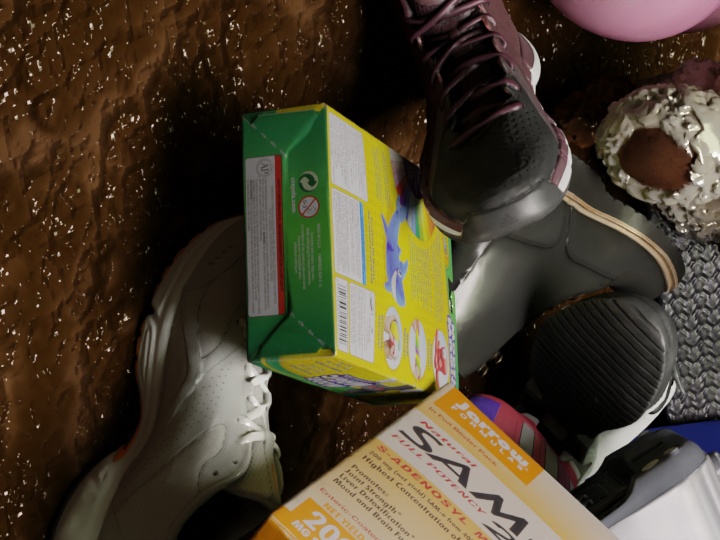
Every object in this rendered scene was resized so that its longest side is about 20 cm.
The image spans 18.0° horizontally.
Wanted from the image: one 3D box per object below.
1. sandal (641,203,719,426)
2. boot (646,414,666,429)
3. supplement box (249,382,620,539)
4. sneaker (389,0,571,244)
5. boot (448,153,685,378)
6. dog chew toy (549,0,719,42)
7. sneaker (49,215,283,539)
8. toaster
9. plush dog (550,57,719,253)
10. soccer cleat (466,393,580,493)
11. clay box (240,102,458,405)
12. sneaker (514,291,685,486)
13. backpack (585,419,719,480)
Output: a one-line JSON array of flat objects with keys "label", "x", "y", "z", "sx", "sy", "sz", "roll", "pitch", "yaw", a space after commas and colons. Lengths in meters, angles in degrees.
[{"label": "sandal", "x": 0.204, "y": 0.005, "z": 1.402, "sx": 0.075, "sy": 0.045, "sz": 0.202, "roll": -5, "pitch": 107, "yaw": -13}, {"label": "boot", "x": 0.228, "y": 0.186, "z": 1.479, "sx": 0.189, "sy": 0.068, "sz": 0.200, "roll": -57, "pitch": 136, "yaw": -16}, {"label": "supplement box", "x": 0.028, "y": 0.141, "z": 1.025, "sx": 0.074, "sy": 0.126, "sz": 0.200, "roll": -52, "pitch": 170, "yaw": 26}, {"label": "sneaker", "x": 0.043, "y": -0.102, "z": 1.102, "sx": 0.200, "sy": 0.075, "sz": 0.116, "roll": -98, "pitch": 161, "yaw": -60}, {"label": "boot", "x": 0.094, "y": 0.012, "z": 1.263, "sx": 0.200, "sy": 0.077, "sz": 0.139, "roll": 32, "pitch": 86, "yaw": -48}, {"label": "dog chew toy", "x": 0.173, "y": -0.186, "z": 1.255, "sx": 0.200, "sy": 0.124, "sz": 0.126, "roll": -3, "pitch": 104, "yaw": -60}, {"label": "sneaker", "x": -0.062, "y": 0.072, "z": 1.047, "sx": 0.076, "sy": 0.092, "sz": 0.201, "roll": 35, "pitch": 72, "yaw": -50}, {"label": "toaster", "x": 0.122, "y": 0.182, "z": 1.178, "sx": 0.199, "sy": 0.114, "sz": 0.130, "roll": -31, "pitch": 92, "yaw": -3}, {"label": "plush dog", "x": 0.207, "y": -0.071, "z": 1.275, "sx": 0.200, "sy": 0.171, "sz": 0.161, "roll": 37, "pitch": 72, "yaw": -24}, {"label": "soccer cleat", "x": 0.095, "y": 0.166, "z": 1.256, "sx": 0.076, "sy": 0.067, "sz": 0.201, "roll": -30, "pitch": 99, "yaw": -38}, {"label": "clay box", "x": 0.000, "y": 0.000, "z": 1.086, "sx": 0.200, "sy": 0.047, "sz": 0.116, "roll": 30, "pitch": 57, "yaw": -69}, {"label": "sneaker", "x": 0.141, "y": 0.052, "z": 1.249, "sx": 0.088, "sy": 0.074, "sz": 0.200, "roll": -35, "pitch": 167, "yaw": -25}, {"label": "backpack", "x": 0.194, "y": 0.212, "z": 1.353, "sx": 0.161, "sy": 0.168, "sz": 0.201, "roll": -3, "pitch": 111, "yaw": -17}]
